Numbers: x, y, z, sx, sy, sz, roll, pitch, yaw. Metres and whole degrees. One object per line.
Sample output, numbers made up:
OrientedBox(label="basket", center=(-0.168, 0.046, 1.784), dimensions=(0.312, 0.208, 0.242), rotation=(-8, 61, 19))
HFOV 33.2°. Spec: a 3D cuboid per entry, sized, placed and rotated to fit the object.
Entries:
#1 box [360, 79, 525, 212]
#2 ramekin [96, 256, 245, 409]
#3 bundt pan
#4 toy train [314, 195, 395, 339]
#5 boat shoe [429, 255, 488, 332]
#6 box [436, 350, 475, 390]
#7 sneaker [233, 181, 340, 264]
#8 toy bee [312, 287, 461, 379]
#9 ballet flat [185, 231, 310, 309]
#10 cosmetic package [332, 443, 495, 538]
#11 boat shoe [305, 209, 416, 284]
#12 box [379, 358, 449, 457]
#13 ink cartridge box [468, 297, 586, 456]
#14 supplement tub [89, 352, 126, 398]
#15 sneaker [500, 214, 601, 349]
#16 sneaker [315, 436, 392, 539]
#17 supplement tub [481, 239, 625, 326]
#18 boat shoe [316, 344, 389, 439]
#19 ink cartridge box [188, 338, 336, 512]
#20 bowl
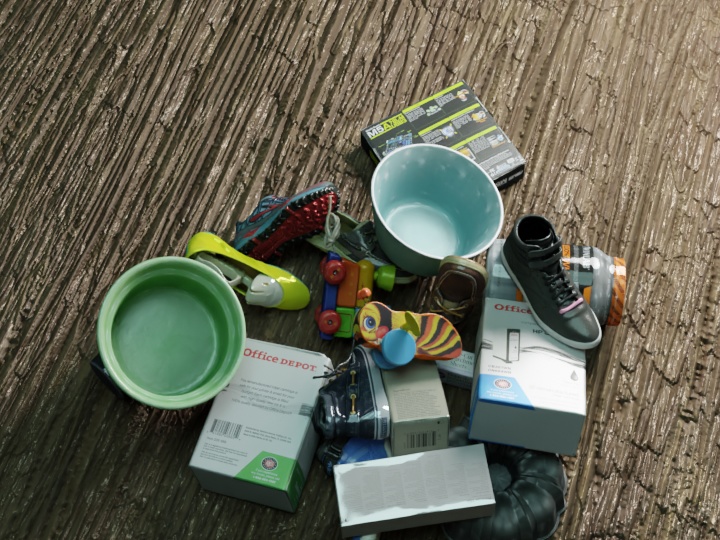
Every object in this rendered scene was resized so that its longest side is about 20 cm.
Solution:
OrientedBox(label="box", center=(0.129, -0.184, 1.905), dimensions=(0.198, 0.048, 0.194), rotation=(-28, 60, -12))
OrientedBox(label="ramekin", center=(-0.259, 0.090, 1.630), dimensions=(0.197, 0.098, 0.204), rotation=(4, 78, -16))
OrientedBox(label="bundt pan", center=(0.183, 0.275, 1.614), dimensions=(0.198, 0.076, 0.205), rotation=(-1, 59, 1))
OrientedBox(label="toy train", center=(0.000, 0.000, 1.741), dimensions=(0.114, 0.085, 0.204), rotation=(6, 95, -7))
OrientedBox(label="boat shoe", center=(0.131, 0.044, 1.682), dimensions=(0.071, 0.200, 0.073), rotation=(17, 68, 2))
OrientedBox(label="box", center=(0.198, 0.154, 1.705), dimensions=(0.197, 0.039, 0.042), rotation=(15, 58, 11))
OrientedBox(label="sneaker", center=(-0.119, -0.087, 1.803), dimensions=(0.198, 0.079, 0.097), rotation=(-32, 47, 21))
OrientedBox(label="toy bee", center=(0.036, 0.075, 1.597), dimensions=(0.198, 0.130, 0.111), rotation=(-3, 81, -38))
OrientedBox(label="ballet flat", center=(-0.170, 0.013, 1.766), dimensions=(0.198, 0.067, 0.067), rotation=(29, 30, -2))
OrientedBox(label="cosmetic package", center=(0.067, 0.282, 1.541), dimensions=(0.196, 0.051, 0.084), rotation=(-7, 58, -3))
OrientedBox(label="boat shoe", center=(-0.002, -0.045, 1.805), dimensions=(0.199, 0.067, 0.072), rotation=(26, 28, 20))
OrientedBox(label="box", center=(0.067, 0.160, 1.650), dimensions=(0.081, 0.069, 0.201), rotation=(-4, 36, -3))
OrientedBox(label="ink cartridge box", center=(0.225, 0.138, 1.624), dimensions=(0.143, 0.085, 0.202), rotation=(8, 41, 2))
OrientedBox(label="supplement tub", center=(-0.291, 0.089, 1.728), dimensions=(0.106, 0.108, 0.200), rotation=(36, 67, 21))
OrientedBox(label="sneaker", center=(0.255, 0.011, 1.610), dimensions=(0.070, 0.100, 0.201), rotation=(-27, 63, -14))
OrientedBox(label="sneaker", center=(-0.013, 0.284, 1.615), dimensions=(0.109, 0.077, 0.202), rotation=(13, 57, 4))
OrientedBox(label="supplement tub", center=(0.275, 0.023, 1.731), dimensions=(0.196, 0.123, 0.124), rotation=(4, 59, 5))
OrientedBox(label="boat shoe", center=(-0.018, 0.160, 1.642), dimensions=(0.089, 0.072, 0.201), rotation=(-1, 24, -8))
OrientedBox(label="ink cartridge box", center=(-0.128, 0.209, 1.656), dimensions=(0.144, 0.084, 0.202), rotation=(11, 60, 16))
OrientedBox(label="bowl", center=(0.099, -0.073, 1.753), dimensions=(0.197, 0.106, 0.204), rotation=(7, 56, -11))
